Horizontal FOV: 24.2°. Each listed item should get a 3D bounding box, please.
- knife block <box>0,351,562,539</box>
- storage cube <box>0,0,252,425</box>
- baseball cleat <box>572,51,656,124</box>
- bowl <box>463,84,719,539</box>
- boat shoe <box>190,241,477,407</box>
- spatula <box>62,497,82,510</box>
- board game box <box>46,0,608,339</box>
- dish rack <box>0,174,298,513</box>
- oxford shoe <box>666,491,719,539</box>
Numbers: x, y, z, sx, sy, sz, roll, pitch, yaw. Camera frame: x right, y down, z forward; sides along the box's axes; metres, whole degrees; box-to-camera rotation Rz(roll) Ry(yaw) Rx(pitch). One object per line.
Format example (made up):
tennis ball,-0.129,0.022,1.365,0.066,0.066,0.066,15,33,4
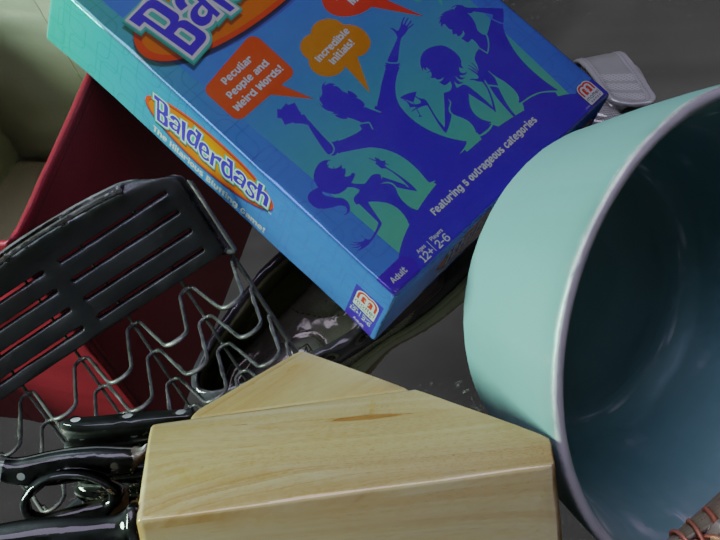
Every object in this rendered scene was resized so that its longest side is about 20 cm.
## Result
knife block,-0.046,0.104,0.629,0.199,0.064,0.175,16,36,42
storage cube,-0.171,-0.037,0.833,0.170,0.180,0.201,4,58,23
baseball cleat,0.074,-0.079,0.850,0.199,0.070,0.106,32,65,25
bowl,0.120,0.017,0.695,0.201,0.201,0.105,-50,35,-18
boat shoe,0.000,0.000,0.784,0.200,0.065,0.072,-44,65,9
spatula,-0.175,0.144,0.805,0.199,0.021,0.057,-33,53,-5
board game box,-0.014,-0.090,0.737,0.200,0.045,0.152,41,61,10
dish rack,-0.086,0.066,0.723,0.153,0.201,0.055,-34,27,-5
oxford shoe,0.154,0.108,0.634,0.071,0.074,0.201,11,74,60
